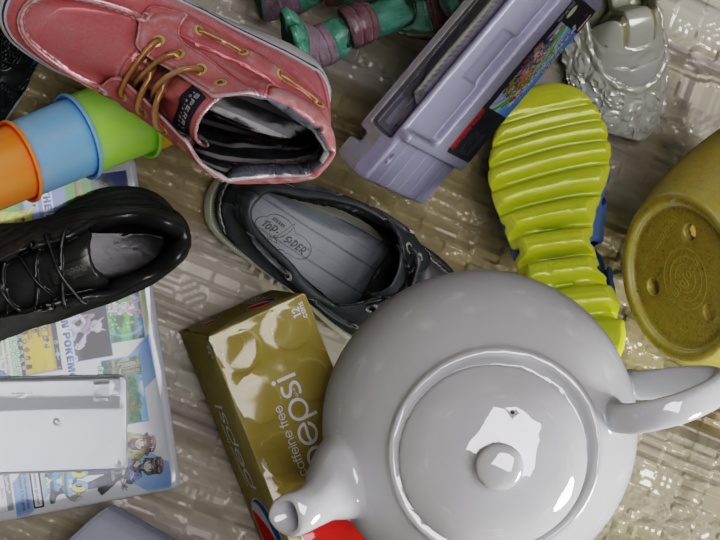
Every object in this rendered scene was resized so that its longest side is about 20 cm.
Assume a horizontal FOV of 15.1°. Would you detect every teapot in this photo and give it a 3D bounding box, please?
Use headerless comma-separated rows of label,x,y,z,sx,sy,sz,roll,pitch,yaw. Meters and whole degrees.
teapot,0.076,0.095,1.543,0.197,0.146,0.200,30,93,-8

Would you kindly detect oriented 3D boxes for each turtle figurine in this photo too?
turtle figurine,0.040,-0.180,1.626,0.199,0.150,0.101,-19,116,-10

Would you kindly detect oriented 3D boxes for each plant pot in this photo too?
plant pot,0.242,-0.005,1.644,0.142,0.200,0.201,-10,95,-36

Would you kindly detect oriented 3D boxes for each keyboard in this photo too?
keyboard,-0.231,0.090,1.570,0.199,0.011,0.057,0,96,-20

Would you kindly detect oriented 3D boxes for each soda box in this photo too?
soda box,-0.037,0.115,1.635,0.068,0.064,0.201,-24,99,-17

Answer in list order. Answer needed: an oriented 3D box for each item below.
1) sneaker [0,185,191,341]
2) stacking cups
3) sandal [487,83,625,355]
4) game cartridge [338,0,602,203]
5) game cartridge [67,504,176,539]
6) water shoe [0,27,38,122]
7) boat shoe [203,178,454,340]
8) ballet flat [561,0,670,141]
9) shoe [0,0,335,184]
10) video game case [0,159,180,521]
sneaker,-0.188,0.000,1.540,0.199,0.091,0.076,-24,101,-17
stacking cups,-0.179,-0.067,1.568,0.200,0.060,0.061,-27,100,-24
sandal,0.121,-0.017,1.685,0.079,0.087,0.201,-2,73,5
game cartridge,0.078,-0.127,1.614,0.038,0.130,0.200,43,98,21
game cartridge,-0.155,0.245,1.583,0.133,0.041,0.200,27,77,12
water shoe,-0.199,-0.163,1.558,0.071,0.079,0.201,24,84,-19
boat shoe,0.001,-0.002,1.643,0.199,0.066,0.075,36,80,-18
ballet flat,0.157,-0.177,1.697,0.071,0.072,0.201,-13,97,-19
shoe,-0.105,-0.110,1.513,0.199,0.091,0.072,19,113,-16
video game case,-0.207,0.044,1.593,0.182,0.022,0.201,-9,94,-19
